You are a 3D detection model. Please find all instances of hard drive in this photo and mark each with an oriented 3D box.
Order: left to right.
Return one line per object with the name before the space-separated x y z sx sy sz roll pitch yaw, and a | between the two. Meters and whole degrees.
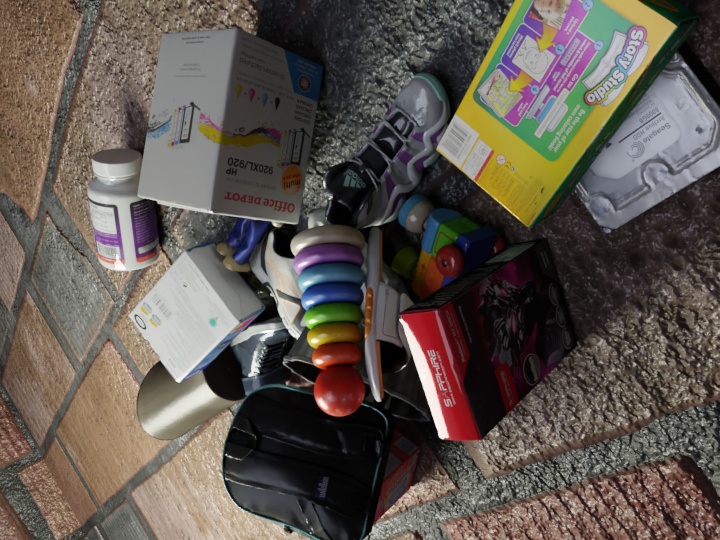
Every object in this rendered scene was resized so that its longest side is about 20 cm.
hard drive | 0.215 -0.149 0.537 0.201 0.038 0.140 57 137 5

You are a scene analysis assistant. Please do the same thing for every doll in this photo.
doll | -0.140 -0.096 0.868 0.201 0.048 0.137 -63 38 20

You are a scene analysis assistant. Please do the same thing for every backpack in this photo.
backpack | -0.066 0.235 0.784 0.199 0.153 0.177 12 81 6

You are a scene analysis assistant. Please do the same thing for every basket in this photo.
basket | -0.284 0.201 1.106 0.136 0.181 0.200 45 134 -19

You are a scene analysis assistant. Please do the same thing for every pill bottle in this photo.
pill bottle | -0.428 -0.111 1.119 0.111 0.111 0.201 26 125 33

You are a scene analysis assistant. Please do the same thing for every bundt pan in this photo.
bundt pan | 0.006 0.120 0.790 0.201 0.076 0.202 20 161 7

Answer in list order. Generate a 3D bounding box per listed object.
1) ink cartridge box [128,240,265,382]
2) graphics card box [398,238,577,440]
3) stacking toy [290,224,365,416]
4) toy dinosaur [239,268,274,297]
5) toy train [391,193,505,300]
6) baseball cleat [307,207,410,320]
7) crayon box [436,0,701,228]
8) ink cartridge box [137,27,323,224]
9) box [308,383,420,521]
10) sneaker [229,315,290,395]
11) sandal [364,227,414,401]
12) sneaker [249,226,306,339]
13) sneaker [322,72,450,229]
ink cartridge box | -0.260 0.072 0.946 0.200 0.076 0.137 -42 83 25
graphics card box | 0.132 0.059 0.600 0.051 0.200 0.126 -11 101 46
stacking toy | -0.029 0.057 0.677 0.085 0.085 0.201 -24 66 47
toy dinosaur | -0.189 0.005 0.997 0.199 0.047 0.089 -1 116 48
toy train | 0.080 0.018 0.724 0.116 0.084 0.201 42 134 35
baseball cleat | 0.000 0.000 0.807 0.201 0.070 0.106 59 172 -14
crayon box | 0.161 -0.149 0.519 0.119 0.058 0.200 45 134 18
ink cartridge box | -0.157 -0.168 0.756 0.144 0.147 0.201 13 96 37
box | -0.024 0.265 0.924 0.199 0.102 0.095 30 128 29
sneaker | -0.138 0.150 0.984 0.202 0.077 0.147 -28 79 57
sandal | 0.036 0.039 0.684 0.059 0.208 0.079 -1 150 4
sneaker | -0.086 0.025 0.887 0.200 0.074 0.080 51 134 12
sneaker | 0.014 -0.112 0.670 0.078 0.140 0.201 41 134 22
